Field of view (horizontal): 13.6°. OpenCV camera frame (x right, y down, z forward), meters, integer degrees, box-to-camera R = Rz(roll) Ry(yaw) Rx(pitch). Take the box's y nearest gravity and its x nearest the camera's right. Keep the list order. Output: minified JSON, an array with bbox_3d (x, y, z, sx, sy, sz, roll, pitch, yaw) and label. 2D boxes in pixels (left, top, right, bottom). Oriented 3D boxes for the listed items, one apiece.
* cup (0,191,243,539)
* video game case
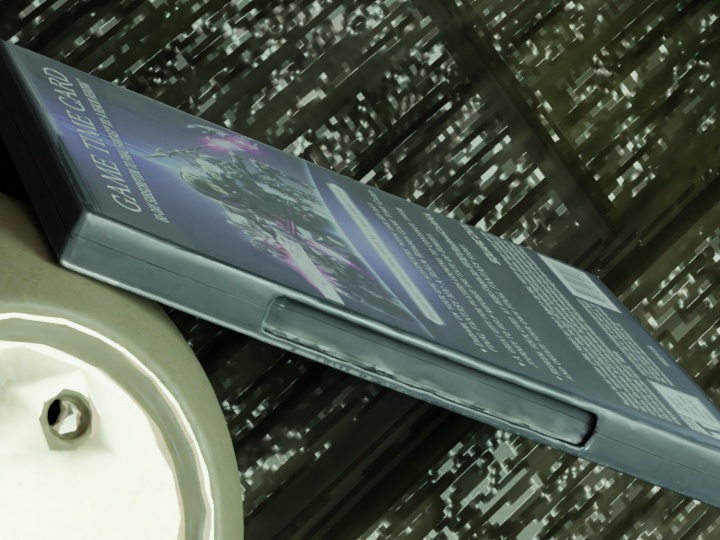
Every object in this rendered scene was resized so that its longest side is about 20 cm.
[{"bbox_3d":[-0.107,0.065,0.740,0.199,0.143,0.202,3,84,-25],"label":"cup"},{"bbox_3d":[0.000,0.000,0.805,0.199,0.143,0.019,20,104,-22],"label":"video game case"}]
